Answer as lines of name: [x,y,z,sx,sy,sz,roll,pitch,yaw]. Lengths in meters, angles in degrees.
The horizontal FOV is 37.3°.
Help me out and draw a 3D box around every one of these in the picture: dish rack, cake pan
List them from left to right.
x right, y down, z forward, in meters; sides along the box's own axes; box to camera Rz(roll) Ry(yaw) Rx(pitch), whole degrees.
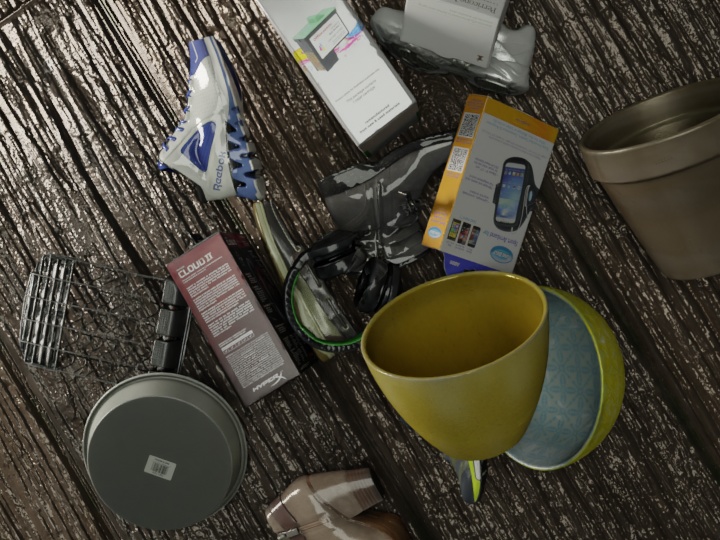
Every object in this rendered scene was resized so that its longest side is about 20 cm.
dish rack: [-0.308,0.063,1.285,0.197,0.055,0.156,11,90,7]
cake pan: [-0.233,0.221,1.259,0.197,0.037,0.203,0,107,0]

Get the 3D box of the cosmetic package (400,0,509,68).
cosmetic package: [0.123,-0.337,1.182,0.106,0.085,0.202,16,62,4]

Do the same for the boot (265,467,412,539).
boot: [-0.018,0.329,1.259,0.145,0.070,0.202,-27,87,12]

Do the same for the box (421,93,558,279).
box: [0.144,-0.085,1.214,0.118,0.041,0.203,17,94,-35]

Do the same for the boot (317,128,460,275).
boot: [0.058,-0.079,1.249,0.198,0.070,0.133,-21,95,12]

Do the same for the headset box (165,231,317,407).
headset box: [-0.136,0.042,1.219,0.074,0.149,0.202,-30,89,5]

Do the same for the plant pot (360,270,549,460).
plant pot: [0.113,0.113,1.129,0.197,0.201,0.144,-14,117,5]

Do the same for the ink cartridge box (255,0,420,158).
ink cartridge box: [-0.022,-0.237,1.206,0.084,0.145,0.201,-35,88,5]

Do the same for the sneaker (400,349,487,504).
sneaker: [0.092,0.176,1.245,0.080,0.074,0.202,-21,81,12]

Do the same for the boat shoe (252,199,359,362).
boat shoe: [-0.063,0.005,1.255,0.065,0.072,0.203,-25,89,-4]

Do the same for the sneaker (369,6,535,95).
sneaker: [0.111,-0.276,1.237,0.197,0.078,0.101,19,84,-3]

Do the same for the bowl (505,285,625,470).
bowl: [0.228,0.115,1.194,0.107,0.199,0.203,-3,91,-37]

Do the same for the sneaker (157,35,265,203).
sneaker: [-0.190,-0.168,1.256,0.114,0.081,0.202,-15,91,3]

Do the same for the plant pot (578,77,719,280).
plant pot: [0.359,-0.093,1.162,0.198,0.200,0.175,-22,104,5]

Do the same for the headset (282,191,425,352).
headset: [0.000,0.000,1.189,0.123,0.094,0.201,39,86,-11]
